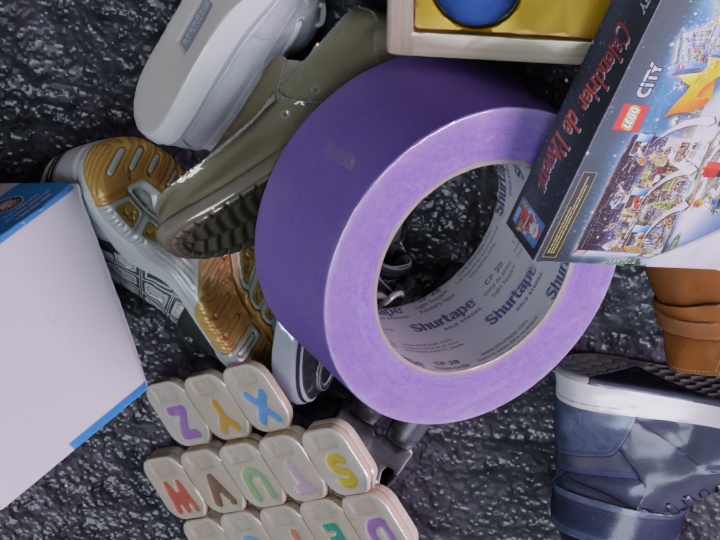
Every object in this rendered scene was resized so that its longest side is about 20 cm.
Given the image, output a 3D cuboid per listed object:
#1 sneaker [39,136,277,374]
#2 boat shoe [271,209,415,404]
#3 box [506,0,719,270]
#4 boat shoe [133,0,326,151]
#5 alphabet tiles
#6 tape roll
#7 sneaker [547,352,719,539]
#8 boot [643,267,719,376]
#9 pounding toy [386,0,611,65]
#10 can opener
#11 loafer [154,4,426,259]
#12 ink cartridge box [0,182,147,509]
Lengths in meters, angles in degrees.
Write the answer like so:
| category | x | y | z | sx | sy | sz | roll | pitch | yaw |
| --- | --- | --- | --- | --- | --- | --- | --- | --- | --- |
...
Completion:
| category | x | y | z | sx | sy | sz | roll | pitch | yaw |
| --- | --- | --- | --- | --- | --- | --- | --- | --- | --- |
| sneaker | -0.117 | -0.010 | 1.752 | 0.088 | 0.076 | 0.200 | -2 | 135 | 48 |
| boat shoe | 0.001 | -0.001 | 1.728 | 0.068 | 0.074 | 0.200 | 23 | 108 | 13 |
| box | 0.180 | -0.091 | 1.568 | 0.136 | 0.038 | 0.200 | 3 | 126 | -32 |
| boat shoe | -0.058 | -0.150 | 1.672 | 0.068 | 0.072 | 0.200 | 15 | 116 | -36 |
| alphabet tiles | -0.053 | 0.145 | 1.783 | 0.200 | 0.015 | 0.196 | -13 | 114 | 47 |
| tape roll | 0.045 | -0.018 | 1.632 | 0.200 | 0.085 | 0.200 | -17 | 124 | -26 |
| sneaker | 0.213 | 0.138 | 1.752 | 0.202 | 0.077 | 0.147 | 9 | 106 | 15 |
| boot | 0.263 | -0.007 | 1.681 | 0.200 | 0.077 | 0.156 | -2 | 114 | 12 |
| pounding toy | 0.117 | -0.209 | 1.570 | 0.200 | 0.142 | 0.184 | 4 | 117 | 7 |
| can opener | 0.024 | 0.082 | 1.783 | 0.053 | 0.067 | 0.200 | 36 | 105 | 3 |
| loafer | -0.043 | -0.081 | 1.651 | 0.200 | 0.076 | 0.068 | -36 | 67 | -10 |
| ink cartridge box | -0.263 | 0.041 | 1.709 | 0.200 | 0.147 | 0.145 | 2 | 120 | 39 |
